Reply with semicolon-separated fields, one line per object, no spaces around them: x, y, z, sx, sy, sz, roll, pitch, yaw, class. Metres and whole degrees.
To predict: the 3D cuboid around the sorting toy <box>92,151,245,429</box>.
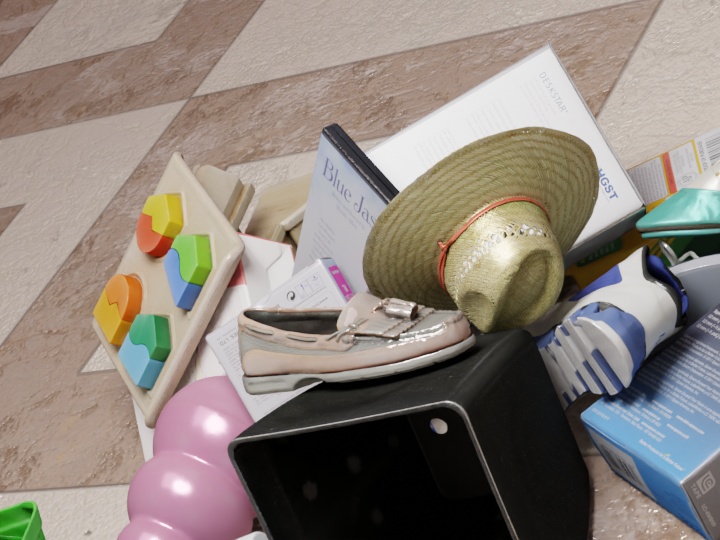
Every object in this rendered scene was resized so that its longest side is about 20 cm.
-0.177;0.013;1.889;0.186;0.036;0.200;-62;31;18;sorting toy

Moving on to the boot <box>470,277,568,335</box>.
0.088;0.021;1.808;0.200;0.096;0.073;-43;29;-19;boot

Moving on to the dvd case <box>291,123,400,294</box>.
0.000;0.000;1.717;0.017;0.201;0.143;-22;56;-30;dvd case

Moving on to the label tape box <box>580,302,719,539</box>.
0.277;0.088;1.542;0.199;0.066;0.143;-36;27;-11;label tape box

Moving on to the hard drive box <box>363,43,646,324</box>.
0.107;-0.060;1.732;0.199;0.157;0.077;-29;-12;2;hard drive box

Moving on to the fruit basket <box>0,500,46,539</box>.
-0.357;0.265;1.763;0.154;0.216;0.216;-19;30;23;fruit basket

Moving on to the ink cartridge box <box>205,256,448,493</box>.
-0.023;0.105;1.706;0.119;0.201;0.042;-33;-8;17;ink cartridge box

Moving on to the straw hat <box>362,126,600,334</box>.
0.105;-0.004;1.584;0.200;0.201;0.085;-30;52;5;straw hat

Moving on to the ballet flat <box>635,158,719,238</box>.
0.314;-0.060;1.674;0.198;0.071;0.067;-1;4;13;ballet flat

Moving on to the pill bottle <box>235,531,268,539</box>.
-0.149;0.273;1.630;0.199;0.111;0.111;-25;28;14;pill bottle

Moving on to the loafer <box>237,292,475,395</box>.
-0.011;0.046;1.544;0.199;0.063;0.072;-12;8;36;loafer

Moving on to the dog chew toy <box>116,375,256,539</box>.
-0.133;0.186;1.757;0.124;0.125;0.201;-1;49;45;dog chew toy

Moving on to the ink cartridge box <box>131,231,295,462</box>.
-0.125;0.076;1.881;0.200;0.067;0.117;-48;43;36;ink cartridge box

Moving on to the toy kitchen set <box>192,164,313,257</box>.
-0.049;-0.042;1.979;0.179;0.164;0.201;-16;32;28;toy kitchen set

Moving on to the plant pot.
0.057;0.151;1.549;0.199;0.201;0.177;-13;20;32;plant pot

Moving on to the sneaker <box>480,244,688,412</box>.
0.183;0.044;1.613;0.115;0.081;0.199;-34;7;-24;sneaker

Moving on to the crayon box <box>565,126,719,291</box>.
0.241;-0.038;1.795;0.199;0.052;0.126;-24;29;15;crayon box

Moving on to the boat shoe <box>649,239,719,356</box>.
0.239;0.023;1.688;0.201;0.075;0.086;-28;24;30;boat shoe
